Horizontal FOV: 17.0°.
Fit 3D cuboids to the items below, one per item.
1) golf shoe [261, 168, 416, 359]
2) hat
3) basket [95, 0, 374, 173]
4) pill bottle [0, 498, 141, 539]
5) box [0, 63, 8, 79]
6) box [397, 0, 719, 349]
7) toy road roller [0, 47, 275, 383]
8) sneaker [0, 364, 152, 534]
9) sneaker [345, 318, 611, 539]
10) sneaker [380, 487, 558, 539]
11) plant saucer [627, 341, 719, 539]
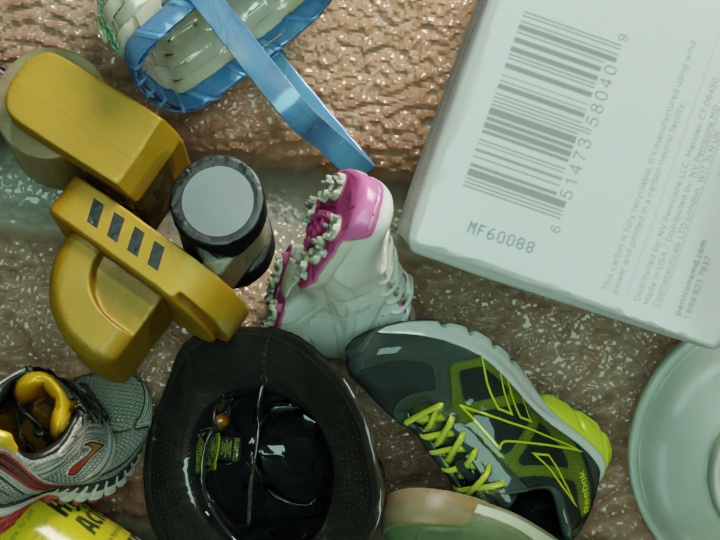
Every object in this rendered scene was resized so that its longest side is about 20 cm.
[{"bbox_3d":[0.000,0.000,1.459,0.091,0.200,0.075,15,65,-9],"label":"golf shoe"},{"bbox_3d":[-0.042,0.124,1.493,0.201,0.081,0.201,-1,89,43],"label":"hat"},{"bbox_3d":[-0.072,-0.144,1.454,0.139,0.176,0.200,-43,73,1],"label":"basket"},{"bbox_3d":[-0.226,0.174,1.498,0.200,0.111,0.111,33,93,-2],"label":"pill bottle"},{"bbox_3d":[-0.302,-0.059,1.508,0.100,0.075,0.200,31,94,0],"label":"box"},{"bbox_3d":[0.145,-0.079,1.451,0.200,0.171,0.199,19,93,-3],"label":"box"},{"bbox_3d":[-0.154,-0.025,1.459,0.200,0.123,0.146,35,80,8],"label":"toy road roller"},{"bbox_3d":[-0.183,0.098,1.455,0.078,0.200,0.082,39,117,13],"label":"sneaker"},{"bbox_3d":[0.074,0.100,1.469,0.200,0.074,0.085,30,51,-24],"label":"sneaker"},{"bbox_3d":[0.092,0.207,1.466,0.200,0.067,0.090,30,52,-33],"label":"sneaker"},{"bbox_3d":[0.268,0.118,1.497,0.200,0.050,0.200,0,108,-1],"label":"plant saucer"}]
